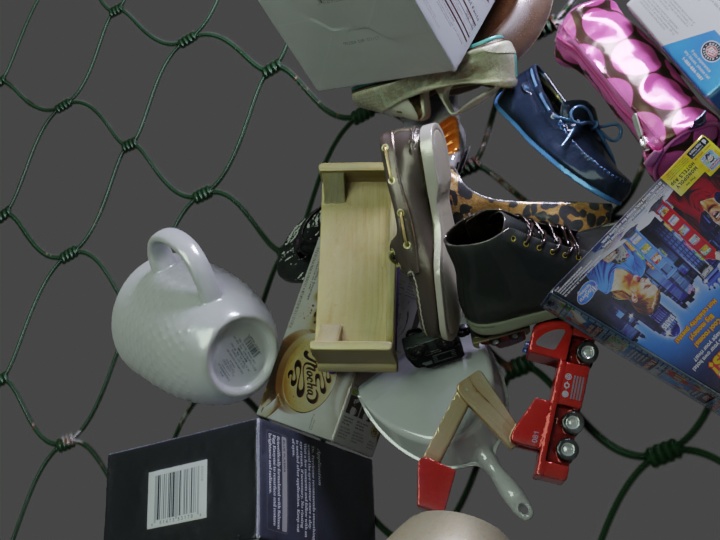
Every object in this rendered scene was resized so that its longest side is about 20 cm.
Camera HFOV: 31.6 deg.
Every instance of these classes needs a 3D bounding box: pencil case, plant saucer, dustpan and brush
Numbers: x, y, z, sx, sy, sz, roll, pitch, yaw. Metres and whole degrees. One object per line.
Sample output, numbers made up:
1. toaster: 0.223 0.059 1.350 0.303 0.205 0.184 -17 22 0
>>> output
1. pencil case: 0.259 -0.174 1.212 0.201 0.093 0.091 58 151 35
2. plant saucer: 0.115 -0.282 1.393 0.198 0.032 0.202 -21 50 26
3. dustpan and brush: 0.103 0.157 1.224 0.139 0.057 0.200 -35 50 -5

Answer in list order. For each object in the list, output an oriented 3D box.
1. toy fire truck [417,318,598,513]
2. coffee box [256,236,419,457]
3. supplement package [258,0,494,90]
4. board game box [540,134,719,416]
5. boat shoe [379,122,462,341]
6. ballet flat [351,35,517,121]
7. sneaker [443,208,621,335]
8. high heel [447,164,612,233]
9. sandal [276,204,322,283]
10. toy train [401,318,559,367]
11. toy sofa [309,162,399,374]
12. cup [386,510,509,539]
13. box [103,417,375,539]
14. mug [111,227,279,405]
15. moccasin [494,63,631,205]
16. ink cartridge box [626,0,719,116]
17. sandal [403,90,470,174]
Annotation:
1. toy fire truck: 0.134 0.135 1.170 0.139 0.049 0.203 13 77 6
2. coffee box: -0.015 0.077 1.327 0.112 0.080 0.202 14 80 39
3. supplement package: 0.031 -0.316 1.324 0.190 0.148 0.201 -1 47 40
4. board game box: 0.296 0.025 1.097 0.200 0.062 0.200 -43 81 -9
5. boat shoe: 0.056 -0.034 1.191 0.059 0.072 0.203 -5 94 19
6. ballet flat: 0.074 -0.187 1.325 0.198 0.067 0.063 -14 92 35
7. sneaker: 0.178 -0.019 1.156 0.198 0.107 0.075 -22 35 2
8. high heel: 0.144 -0.082 1.240 0.142 0.071 0.201 -36 88 10
9. sandal: -0.021 -0.055 1.408 0.199 0.048 0.076 -31 56 22
10. toy train: 0.137 0.054 1.220 0.198 0.046 0.034 -18 42 8
11. toy sofa: 0.000 0.000 1.255 0.082 0.098 0.203 0 70 7
12. cup: 0.072 0.299 1.116 0.198 0.201 0.144 -11 45 32
13. box: -0.117 0.239 1.256 0.195 0.199 0.119 -16 63 30
14. mug: -0.176 0.048 1.368 0.147 0.202 0.175 -28 26 -26
15. moccasin: 0.203 -0.142 1.257 0.068 0.080 0.200 -52 51 15
16. ink cartridge box: 0.372 -0.255 1.176 0.200 0.086 0.147 -40 53 15
17. sandal: 0.084 -0.135 1.365 0.078 0.059 0.208 -13 43 25
